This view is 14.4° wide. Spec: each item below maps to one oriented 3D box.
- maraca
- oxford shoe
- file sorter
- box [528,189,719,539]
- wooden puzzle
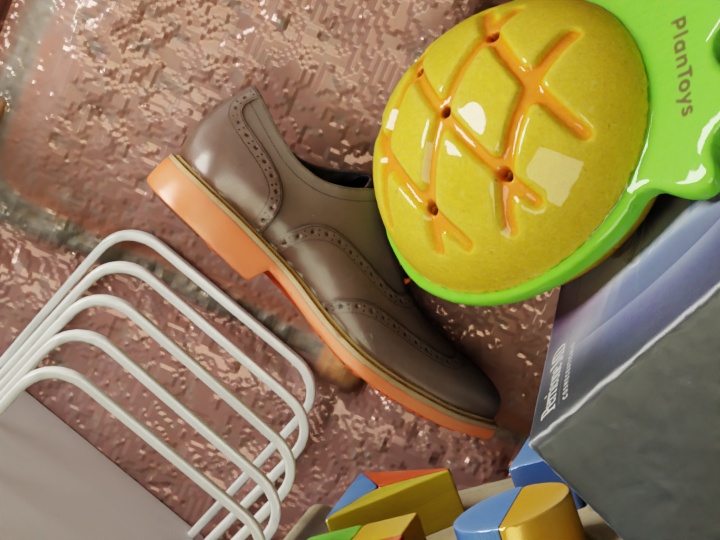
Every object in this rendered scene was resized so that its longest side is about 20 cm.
[{"bbox_3d":[0.085,-0.060,1.211,0.200,0.107,0.138,-24,62,37],"label":"maraca"},{"bbox_3d":[0.000,0.000,1.286,0.200,0.071,0.073,41,91,-19],"label":"oxford shoe"},{"bbox_3d":[-0.108,0.085,1.268,0.139,0.200,0.125,40,108,-8],"label":"file sorter"},{"bbox_3d":[0.183,0.011,1.187,0.123,0.200,0.198,43,111,-10],"label":"box"},{"bbox_3d":[0.046,0.113,1.245,0.199,0.185,0.046,-11,102,19],"label":"wooden puzzle"}]
